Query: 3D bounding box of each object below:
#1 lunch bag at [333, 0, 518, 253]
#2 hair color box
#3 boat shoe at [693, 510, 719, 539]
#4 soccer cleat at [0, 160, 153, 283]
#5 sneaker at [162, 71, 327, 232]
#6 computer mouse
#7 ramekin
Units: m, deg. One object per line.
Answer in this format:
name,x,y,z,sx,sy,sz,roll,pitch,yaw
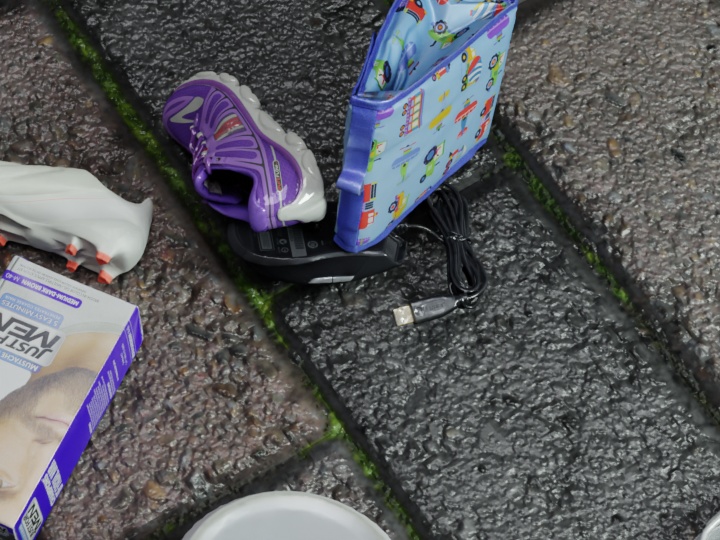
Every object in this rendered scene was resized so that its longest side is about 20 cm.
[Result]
lunch bag,0.035,-0.116,1.596,0.094,0.151,0.200,22,46,12
hair color box,-0.256,0.100,1.554,0.109,0.065,0.201,21,65,10
boat shoe,0.327,0.175,1.515,0.199,0.065,0.074,-32,65,-16
soccer cleat,-0.261,-0.056,1.642,0.199,0.069,0.078,22,58,4
sneaker,-0.106,-0.092,1.617,0.083,0.081,0.200,-21,36,-25
computer mouse,0.000,0.000,1.617,0.199,0.046,0.141,-7,48,-15
ramekin,-0.050,0.243,1.429,0.201,0.095,0.203,5,46,-5
